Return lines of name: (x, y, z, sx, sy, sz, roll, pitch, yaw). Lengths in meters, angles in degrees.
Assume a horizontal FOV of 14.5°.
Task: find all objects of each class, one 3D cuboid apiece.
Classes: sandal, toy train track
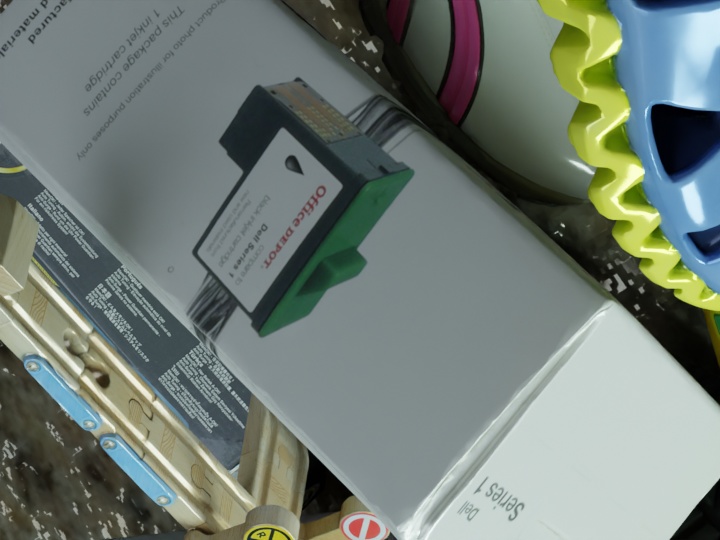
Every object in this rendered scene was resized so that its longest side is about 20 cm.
sandal: (0.083, -0.068, 0.618, 0.087, 0.080, 0.201, -6, 134, 21)
toy train track: (-0.041, 0.047, 0.751, 0.032, 0.115, 0.200, -22, 128, 26)

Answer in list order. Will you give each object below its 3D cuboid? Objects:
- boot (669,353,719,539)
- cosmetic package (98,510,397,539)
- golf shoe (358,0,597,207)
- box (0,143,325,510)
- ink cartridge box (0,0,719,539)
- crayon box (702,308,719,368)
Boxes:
boot: (0.116, 0.133, 0.903, 0.200, 0.077, 0.138, 50, 143, 9)
cosmetic package: (-0.012, 0.195, 0.952, 0.123, 0.199, 0.200, -104, 9, -61)
golf shoe: (0.039, -0.113, 0.819, 0.092, 0.072, 0.201, -15, 104, 46)
box: (-0.092, 0.001, 0.982, 0.200, 0.049, 0.161, 48, 171, 12)
ink cartridge box: (0.000, 0.000, 0.792, 0.200, 0.084, 0.146, 43, -178, 28)
crayon box: (0.153, 0.039, 0.741, 0.172, 0.058, 0.201, 178, 74, -75)
